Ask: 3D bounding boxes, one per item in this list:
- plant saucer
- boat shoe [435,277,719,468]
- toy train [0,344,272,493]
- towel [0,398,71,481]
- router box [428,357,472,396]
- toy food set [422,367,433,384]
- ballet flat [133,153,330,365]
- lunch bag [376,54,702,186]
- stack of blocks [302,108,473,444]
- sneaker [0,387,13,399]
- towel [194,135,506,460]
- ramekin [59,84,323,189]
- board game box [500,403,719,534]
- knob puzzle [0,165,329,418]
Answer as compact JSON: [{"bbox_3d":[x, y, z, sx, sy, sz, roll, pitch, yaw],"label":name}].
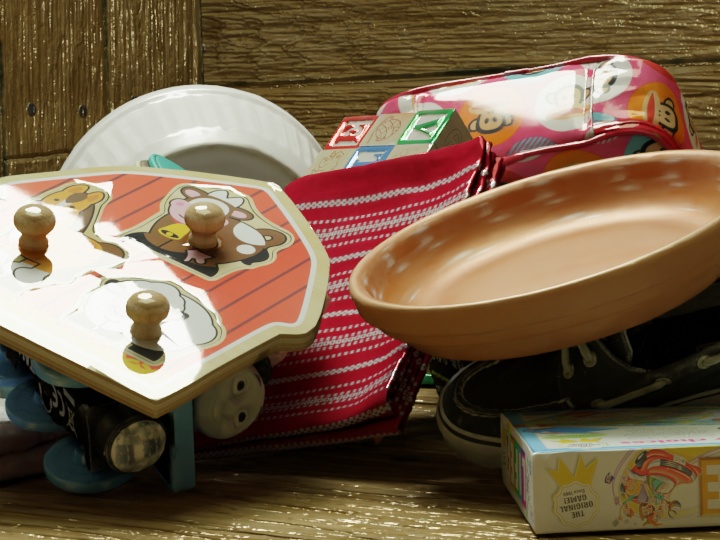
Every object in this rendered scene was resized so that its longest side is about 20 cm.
[{"bbox_3d":[0.094,-0.006,1.083,0.199,0.038,0.200,-15,15,4],"label":"plant saucer"},{"bbox_3d":[0.123,0.037,1.087,0.199,0.071,0.064,-16,-41,18],"label":"boat shoe"},{"bbox_3d":[-0.121,0.032,1.125,0.114,0.087,0.200,-16,32,-23],"label":"toy train"},{"bbox_3d":[-0.257,0.088,1.167,0.199,0.032,0.191,-1,4,35],"label":"towel"},{"bbox_3d":[0.142,0.026,1.304,0.199,0.063,0.150,-19,7,-8],"label":"router box"},{"bbox_3d":[0.094,0.043,1.563,0.196,0.049,0.200,-3,4,-7],"label":"toy food set"},{"bbox_3d":[-0.083,-0.006,1.213,0.067,0.063,0.200,29,4,-32],"label":"ballet flat"},{"bbox_3d":[0.116,-0.046,1.436,0.199,0.082,0.176,-9,-37,19],"label":"lunch bag"},{"bbox_3d":[0.000,0.000,1.277,0.115,0.059,0.200,0,45,41],"label":"stack of blocks"},{"bbox_3d":[-0.103,0.060,1.295,0.199,0.074,0.082,-14,16,-27],"label":"sneaker"},{"bbox_3d":[-0.012,0.013,1.196,0.144,0.023,0.201,-10,39,33],"label":"towel"},{"bbox_3d":[-0.100,-0.015,1.498,0.201,0.204,0.094,-3,14,-12],"label":"ramekin"},{"bbox_3d":[0.165,0.082,0.999,0.198,0.034,0.134,-2,3,-1],"label":"board game box"},{"bbox_3d":[-0.101,-0.013,1.099,0.218,0.031,0.220,5,29,-3],"label":"knob puzzle"}]
